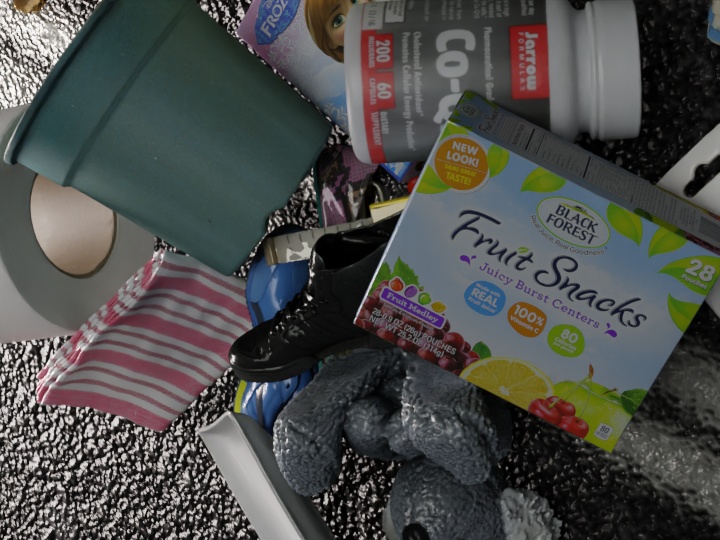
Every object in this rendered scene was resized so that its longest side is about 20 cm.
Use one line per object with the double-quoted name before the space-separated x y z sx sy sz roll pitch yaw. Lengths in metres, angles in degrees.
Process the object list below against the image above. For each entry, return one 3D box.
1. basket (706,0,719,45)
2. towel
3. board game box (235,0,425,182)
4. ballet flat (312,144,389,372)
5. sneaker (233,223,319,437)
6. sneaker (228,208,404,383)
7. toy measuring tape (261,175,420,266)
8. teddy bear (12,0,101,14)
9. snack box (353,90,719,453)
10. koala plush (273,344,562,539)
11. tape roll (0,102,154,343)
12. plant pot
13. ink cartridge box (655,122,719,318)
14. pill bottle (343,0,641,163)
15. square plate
"basket" 0.311 -0.214 0.856 0.176 0.139 0.201 28 120 27
"towel" -0.165 0.066 1.191 0.200 0.146 0.030 -42 48 29
"board game box" 0.022 -0.208 1.094 0.199 0.041 0.201 43 115 20
"ballet flat" 0.000 0.000 1.129 0.071 0.069 0.202 0 96 16
"sneaker" -0.054 0.062 1.148 0.078 0.066 0.202 35 125 44
"sneaker" -0.021 0.014 1.048 0.198 0.060 0.105 -15 126 14
"toy measuring tape" 0.026 -0.034 1.086 0.198 0.074 0.074 -12 90 13
"teddy bear" -0.235 -0.307 1.237 0.145 0.067 0.200 41 109 10
"snack box" 0.119 0.002 0.939 0.199 0.068 0.169 27 119 1
"koala plush" 0.062 0.151 1.071 0.176 0.184 0.201 -10 113 30
"tape roll" -0.295 -0.039 1.222 0.138 0.202 0.205 -8 92 32
"plant pot" -0.139 -0.110 1.096 0.195 0.201 0.201 35 116 -7
"ink cartridge box" 0.292 -0.006 0.939 0.117 0.067 0.200 -46 74 29
"pill bottle" 0.093 -0.136 0.984 0.198 0.114 0.115 -3 96 7
"square plate" -0.061 0.202 1.139 0.199 0.028 0.200 58 164 2
